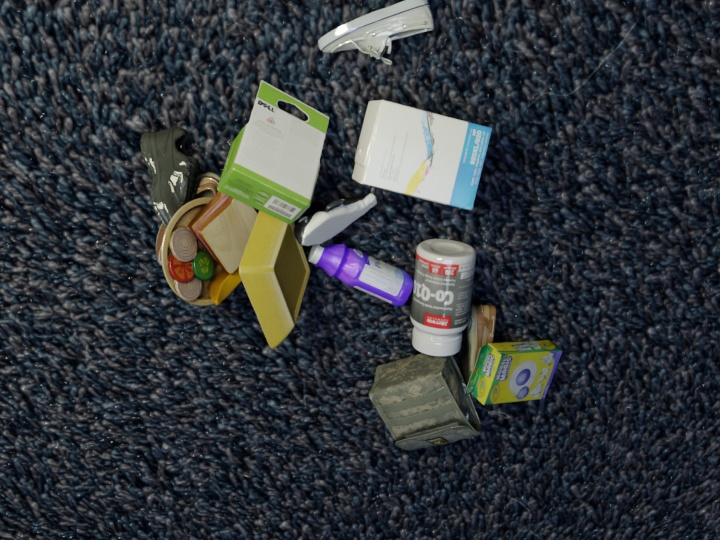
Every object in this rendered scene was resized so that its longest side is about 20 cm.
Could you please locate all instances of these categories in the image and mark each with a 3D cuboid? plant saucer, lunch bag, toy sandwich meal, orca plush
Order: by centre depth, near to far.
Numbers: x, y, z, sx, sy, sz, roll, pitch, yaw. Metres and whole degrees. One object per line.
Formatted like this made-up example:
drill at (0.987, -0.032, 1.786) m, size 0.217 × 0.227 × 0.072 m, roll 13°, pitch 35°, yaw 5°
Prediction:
toy sandwich meal at (-0.248, -0.035, 1.486) m, size 0.204 × 0.070 × 0.208 m, roll -8°, pitch 101°, yaw -46°
plant saucer at (-0.140, 0.000, 1.519) m, size 0.048 × 0.201 × 0.201 m, roll -3°, pitch 134°, yaw 16°
orca plush at (-0.052, -0.115, 1.565) m, size 0.200 × 0.071 × 0.106 m, roll -39°, pitch 153°, yaw -19°
lunch bag at (0.133, 0.273, 1.717) m, size 0.163 × 0.118 × 0.201 m, roll -18°, pitch 116°, yaw 23°

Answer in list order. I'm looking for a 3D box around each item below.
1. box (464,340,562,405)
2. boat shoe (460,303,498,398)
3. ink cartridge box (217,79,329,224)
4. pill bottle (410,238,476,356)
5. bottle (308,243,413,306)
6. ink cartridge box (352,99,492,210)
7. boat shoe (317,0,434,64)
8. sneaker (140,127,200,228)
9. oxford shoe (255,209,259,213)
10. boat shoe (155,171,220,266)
box at (0.300, 0.200, 1.710) m, size 0.198 × 0.048 × 0.119 m, roll 1°, pitch 115°, yaw -33°
boat shoe at (0.241, 0.160, 1.718) m, size 0.073 × 0.076 × 0.202 m, roll -5°, pitch 114°, yaw -6°
ink cartridge box at (-0.145, -0.204, 1.496) m, size 0.147 × 0.202 × 0.076 m, roll 25°, pitch 146°, yaw -20°
pill bottle at (0.153, 0.052, 1.638) m, size 0.112 × 0.114 × 0.202 m, roll 2°, pitch 110°, yaw -6°
bottle at (0.000, 0.000, 1.623) m, size 0.198 × 0.084 × 0.066 m, roll 24°, pitch 102°, yaw -14°
ink cartridge box at (0.100, -0.201, 1.501) m, size 0.198 × 0.147 × 0.146 m, roll 12°, pitch 97°, yaw -10°
boat shoe at (0.032, -0.389, 1.466) m, size 0.200 × 0.075 × 0.087 m, roll -21°, pitch 96°, yaw -3°
sneaker at (-0.316, -0.154, 1.496) m, size 0.090 × 0.076 × 0.202 m, roll -15°, pitch 87°, yaw 8°
oxford shoe at (-0.221, -0.089, 1.580) m, size 0.075 × 0.058 × 0.200 m, roll 35°, pitch 107°, yaw -20°
boat shoe at (-0.314, -0.086, 1.564) m, size 0.075 × 0.072 × 0.201 m, roll 27°, pitch 108°, yaw -15°
